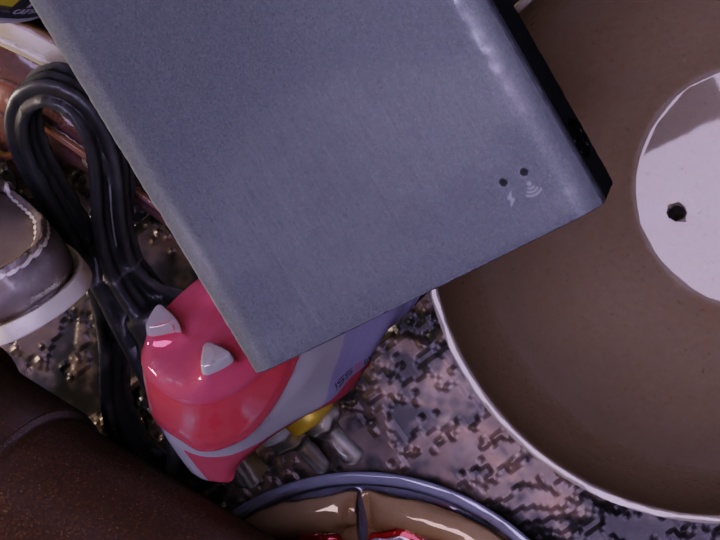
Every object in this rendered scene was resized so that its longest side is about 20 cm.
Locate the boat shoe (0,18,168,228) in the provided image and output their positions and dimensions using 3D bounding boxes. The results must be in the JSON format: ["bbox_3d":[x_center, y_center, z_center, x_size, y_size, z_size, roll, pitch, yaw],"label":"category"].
[{"bbox_3d":[-0.119,-0.061,1.077,0.200,0.072,0.072,27,104,3],"label":"boat shoe"}]

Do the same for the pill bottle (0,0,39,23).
[{"bbox_3d":[-0.095,-0.179,0.974,0.200,0.112,0.112,-34,88,44],"label":"pill bottle"}]

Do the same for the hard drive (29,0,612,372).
[{"bbox_3d":[-0.025,-0.081,0.906,0.139,0.033,0.200,-26,102,22],"label":"hard drive"}]

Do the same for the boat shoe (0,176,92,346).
[{"bbox_3d":[-0.166,-0.018,1.040,0.072,0.200,0.060,-31,114,-21],"label":"boat shoe"}]

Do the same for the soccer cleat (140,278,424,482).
[{"bbox_3d":[0.000,0.000,1.029,0.200,0.077,0.067,-39,55,-24],"label":"soccer cleat"}]

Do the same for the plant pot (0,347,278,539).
[{"bbox_3d":[-0.102,0.155,1.024,0.198,0.200,0.201,24,103,16],"label":"plant pot"}]

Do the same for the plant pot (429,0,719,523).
[{"bbox_3d":[0.133,-0.023,0.979,0.200,0.134,0.201,2,99,14],"label":"plant pot"}]

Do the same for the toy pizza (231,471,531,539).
[{"bbox_3d":[0.003,0.181,1.097,0.199,0.032,0.201,2,99,15],"label":"toy pizza"}]

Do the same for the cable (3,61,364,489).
[{"bbox_3d":[-0.083,0.009,1.066,0.097,0.050,0.200,-18,109,40],"label":"cable"}]
